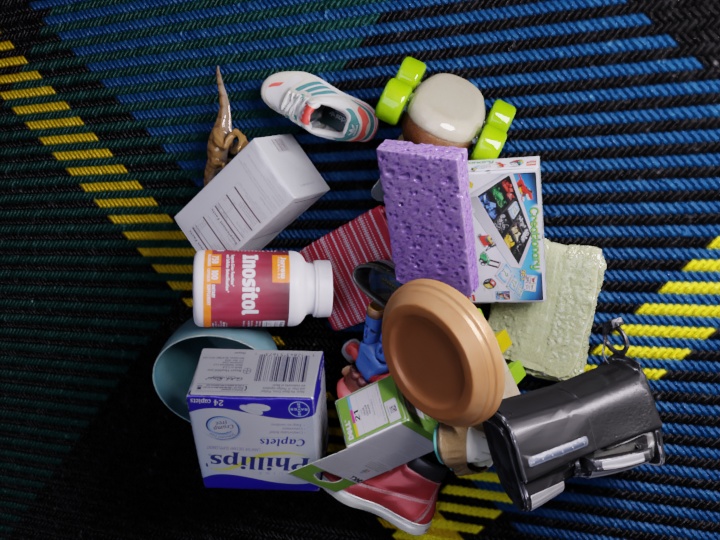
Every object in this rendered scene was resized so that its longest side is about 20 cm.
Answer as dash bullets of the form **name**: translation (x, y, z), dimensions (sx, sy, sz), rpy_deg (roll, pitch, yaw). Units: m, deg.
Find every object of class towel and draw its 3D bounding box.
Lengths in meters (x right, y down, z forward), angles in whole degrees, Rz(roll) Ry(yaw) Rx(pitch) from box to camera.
- **towel**: translation (0.250, 0.052, 1.113), dimensions (0.148, 0.036, 0.201), rpy_deg (14, 108, 24)
- **towel**: translation (0.000, 0.000, 1.216), dimensions (0.200, 0.022, 0.145), rpy_deg (-26, 90, 41)

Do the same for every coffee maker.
- **coffee maker**: translation (0.261, 0.187, 1.041), dimensions (0.199, 0.135, 0.193), rpy_deg (-16, 75, -11)

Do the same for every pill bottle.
- **pill bottle**: translation (-0.144, 0.026, 1.194), dimensions (0.199, 0.113, 0.114), rpy_deg (0, 103, -9)

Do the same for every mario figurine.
- **mario figurine**: translation (0.030, 0.131, 1.210), dimensions (0.106, 0.124, 0.200), rpy_deg (12, 128, -11)

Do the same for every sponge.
- **sponge**: translation (0.086, -0.063, 1.012), dimensions (0.111, 0.030, 0.201), rpy_deg (10, 129, 29)

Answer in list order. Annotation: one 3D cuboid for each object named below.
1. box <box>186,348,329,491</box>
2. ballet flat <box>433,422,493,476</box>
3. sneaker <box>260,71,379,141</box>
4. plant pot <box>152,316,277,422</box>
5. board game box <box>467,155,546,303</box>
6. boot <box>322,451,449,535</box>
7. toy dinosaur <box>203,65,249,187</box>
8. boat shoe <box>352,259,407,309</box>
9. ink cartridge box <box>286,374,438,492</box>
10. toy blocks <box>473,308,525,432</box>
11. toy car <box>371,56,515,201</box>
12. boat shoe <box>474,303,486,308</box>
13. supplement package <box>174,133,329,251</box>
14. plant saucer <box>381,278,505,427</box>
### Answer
- **box**: translation (-0.145, 0.223, 1.203), dimensions (0.183, 0.105, 0.201), rpy_deg (1, 127, 4)
- **ballet flat**: translation (0.151, 0.251, 1.130), dimensions (0.072, 0.200, 0.068), rpy_deg (1, 65, 16)
- **sneaker**: translation (-0.074, -0.242, 1.182), dimensions (0.199, 0.093, 0.071), rpy_deg (27, 111, 19)
- **plant pot**: translation (-0.215, 0.137, 1.293), dimensions (0.199, 0.135, 0.201), rpy_deg (2, 126, 3)
- **board game box**: translation (0.170, -0.047, 1.036), dimensions (0.126, 0.035, 0.201), rpy_deg (-1, 124, 15)
- **boot**: translation (0.034, 0.303, 1.257), dimensions (0.199, 0.072, 0.145), rpy_deg (20, 107, 15)
- **toy dinosaur**: translation (-0.216, -0.212, 1.279), dimensions (0.106, 0.060, 0.201), rpy_deg (20, 109, 23)
- **boat shoe**: translation (0.065, 0.043, 1.099), dimensions (0.200, 0.056, 0.069), rpy_deg (32, 113, 42)
- **ink cartridge box**: translation (0.005, 0.240, 1.173), dimensions (0.199, 0.148, 0.076), rpy_deg (-27, 56, 16)
- **toy blocks**: translation (0.145, 0.152, 1.143), dimensions (0.136, 0.100, 0.201), rpy_deg (-5, 117, 52)
- **toy car**: translation (0.089, -0.154, 1.098), dimensions (0.164, 0.158, 0.200), rpy_deg (26, 128, 2)
- **boat shoe**: translation (0.110, -0.023, 1.137), dimensions (0.070, 0.070, 0.200), rpy_deg (-29, 109, 14)
- **supplement package**: translation (-0.168, -0.103, 1.246), dimensions (0.200, 0.114, 0.110), rpy_deg (-38, 84, 28)
- **plant saucer**: translation (0.093, 0.110, 1.024), dimensions (0.200, 0.037, 0.201), rpy_deg (27, 129, 39)
